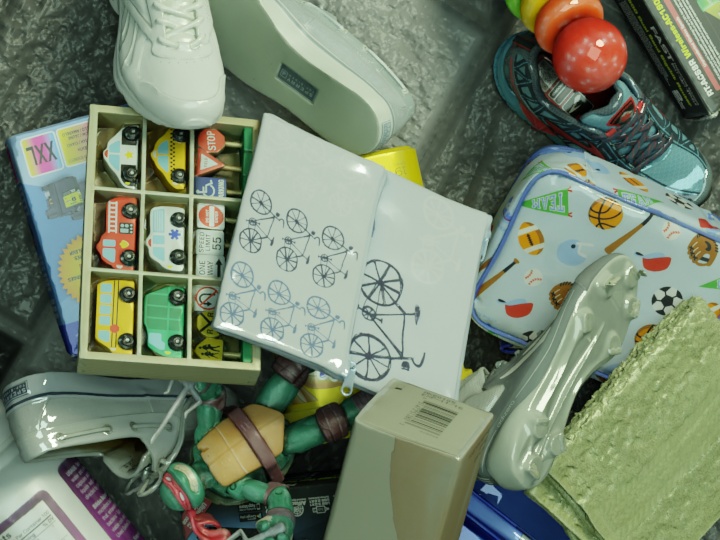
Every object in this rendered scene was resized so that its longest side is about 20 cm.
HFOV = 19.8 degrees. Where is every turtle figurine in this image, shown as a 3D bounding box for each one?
[{"bbox_3d":[-0.078,0.117,1.451,0.200,0.101,0.150,-36,90,-13],"label":"turtle figurine"}]

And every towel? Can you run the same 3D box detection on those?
[{"bbox_3d":[0.223,0.131,1.526,0.200,0.036,0.148,-47,110,-13],"label":"towel"}]

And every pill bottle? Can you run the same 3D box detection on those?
[{"bbox_3d":[-0.230,0.195,1.500,0.112,0.112,0.200,-39,95,-7],"label":"pill bottle"}]

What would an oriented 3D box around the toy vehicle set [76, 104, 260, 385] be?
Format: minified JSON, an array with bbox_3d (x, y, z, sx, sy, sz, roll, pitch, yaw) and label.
[{"bbox_3d":[-0.132,-0.019,1.441,0.123,0.027,0.201,4,62,-10],"label":"toy vehicle set"}]

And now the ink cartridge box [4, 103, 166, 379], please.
[{"bbox_3d":[-0.170,-0.019,1.530,0.136,0.076,0.201,-17,94,-9],"label":"ink cartridge box"}]

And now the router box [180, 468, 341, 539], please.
[{"bbox_3d":[-0.026,0.225,1.512,0.199,0.062,0.151,-8,94,20],"label":"router box"}]

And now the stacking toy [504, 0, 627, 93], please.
[{"bbox_3d":[0.138,-0.210,1.521,0.085,0.086,0.201,-20,52,-8],"label":"stacking toy"}]

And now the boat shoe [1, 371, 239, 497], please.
[{"bbox_3d":[-0.163,0.124,1.485,0.201,0.074,0.087,9,60,-47],"label":"boat shoe"}]

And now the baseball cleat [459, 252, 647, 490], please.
[{"bbox_3d":[0.126,0.065,1.495,0.200,0.106,0.070,-57,131,-26],"label":"baseball cleat"}]

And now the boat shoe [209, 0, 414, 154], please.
[{"bbox_3d":[-0.043,-0.165,1.553,0.201,0.070,0.071,41,39,14],"label":"boat shoe"}]

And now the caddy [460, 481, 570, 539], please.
[{"bbox_3d":[0.129,0.214,1.558,0.200,0.105,0.142,38,83,-7],"label":"caddy"}]

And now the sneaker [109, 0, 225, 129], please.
[{"bbox_3d":[-0.139,-0.191,1.477,0.077,0.100,0.201,-5,53,-20],"label":"sneaker"}]

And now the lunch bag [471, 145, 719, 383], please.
[{"bbox_3d":[0.180,0.005,1.571,0.199,0.076,0.161,23,111,-7],"label":"lunch bag"}]

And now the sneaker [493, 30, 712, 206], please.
[{"bbox_3d":[0.188,-0.108,1.575,0.200,0.096,0.080,35,85,-7],"label":"sneaker"}]

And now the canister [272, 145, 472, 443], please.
[{"bbox_3d":[-0.006,0.019,1.550,0.148,0.087,0.201,-13,90,-8],"label":"canister"}]

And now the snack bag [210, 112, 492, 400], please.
[{"bbox_3d":[0.000,0.000,1.456,0.199,0.021,0.189,24,55,-18],"label":"snack bag"}]

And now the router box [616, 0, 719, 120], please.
[{"bbox_3d":[0.272,-0.238,1.597,0.149,0.062,0.201,-32,95,-9],"label":"router box"}]

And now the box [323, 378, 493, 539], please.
[{"bbox_3d":[0.020,0.187,1.396,0.077,0.095,0.201,18,111,12],"label":"box"}]
